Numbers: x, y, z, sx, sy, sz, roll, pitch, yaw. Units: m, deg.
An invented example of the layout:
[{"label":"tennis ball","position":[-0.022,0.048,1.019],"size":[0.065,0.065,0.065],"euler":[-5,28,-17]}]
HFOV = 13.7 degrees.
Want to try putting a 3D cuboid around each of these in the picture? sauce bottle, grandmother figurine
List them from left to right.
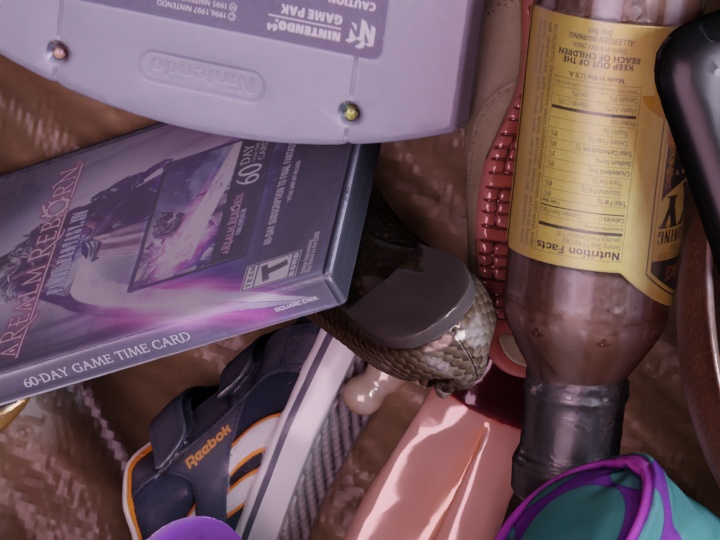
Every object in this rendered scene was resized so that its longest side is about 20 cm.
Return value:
[{"label":"grandmother figurine","position":[0.053,0.055,1.183],"size":[0.060,0.121,0.201],"euler":[34,104,49]},{"label":"sauce bottle","position":[0.084,-0.015,1.069],"size":[0.064,0.065,0.201],"euler":[9,106,12]}]

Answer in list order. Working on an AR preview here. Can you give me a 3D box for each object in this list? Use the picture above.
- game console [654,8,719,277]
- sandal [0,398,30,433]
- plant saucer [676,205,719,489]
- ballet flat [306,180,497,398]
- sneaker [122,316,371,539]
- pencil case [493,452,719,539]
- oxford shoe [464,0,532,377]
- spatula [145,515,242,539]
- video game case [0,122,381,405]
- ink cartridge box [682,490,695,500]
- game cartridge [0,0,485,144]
[{"label":"game console","position":[0.198,-0.020,1.074],"size":[0.175,0.116,0.201],"euler":[-22,99,-9]},{"label":"sandal","position":[-0.176,0.051,1.249],"size":[0.199,0.080,0.054],"euler":[-27,112,21]},{"label":"plant saucer","position":[0.170,0.032,1.097],"size":[0.037,0.200,0.201],"euler":[-13,101,38]},{"label":"ballet flat","position":[0.000,0.000,1.141],"size":[0.067,0.200,0.046],"euler":[-40,121,-8]},{"label":"sneaker","position":[-0.047,0.070,1.216],"size":[0.079,0.078,0.201],"euler":[29,103,16]},{"label":"pencil case","position":[0.130,0.152,1.068],"size":[0.200,0.085,0.093],"euler":[43,87,-26]},{"label":"oxford shoe","position":[0.070,-0.060,1.134],"size":[0.070,0.074,0.201],"euler":[10,87,-24]},{"label":"spatula","position":[-0.028,0.159,1.207],"size":[0.056,0.021,0.200],"euler":[-41,134,6]},{"label":"video game case","position":[-0.086,-0.011,1.167],"size":[0.199,0.143,0.019],"euler":[-16,125,22]},{"label":"ink cartridge box","position":[0.121,0.200,1.188],"size":[0.050,0.109,0.201],"euler":[-2,107,-21]},{"label":"game cartridge","position":[-0.049,-0.118,1.117],"size":[0.199,0.041,0.134],"euler":[13,105,13]}]
